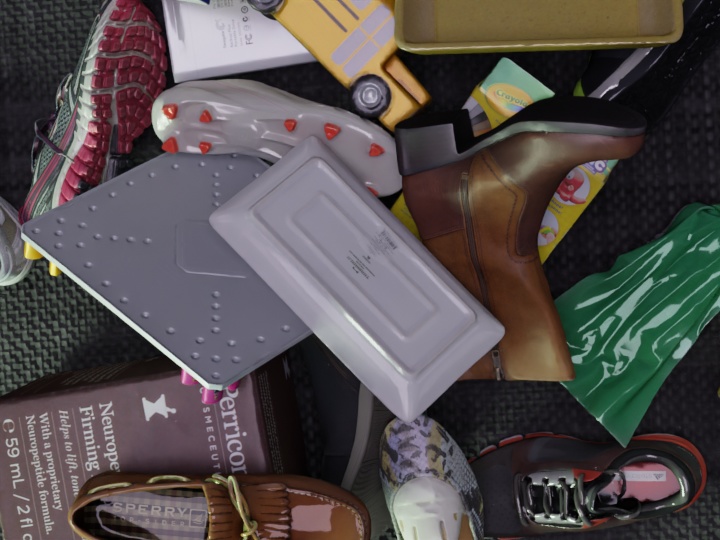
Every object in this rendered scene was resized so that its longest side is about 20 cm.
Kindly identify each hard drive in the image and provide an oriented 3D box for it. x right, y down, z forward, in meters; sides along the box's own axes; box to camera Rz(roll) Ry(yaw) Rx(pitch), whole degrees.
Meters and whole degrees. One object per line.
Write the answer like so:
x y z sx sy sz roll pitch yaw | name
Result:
-0.051 -0.221 1.414 0.198 0.027 0.133 -8 92 7 | hard drive

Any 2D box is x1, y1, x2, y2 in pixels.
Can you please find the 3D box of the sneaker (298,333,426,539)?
-0.006 0.103 1.414 0.106 0.074 0.201 36 125 43 | sneaker

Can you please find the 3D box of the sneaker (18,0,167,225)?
-0.207 -0.113 1.414 0.074 0.080 0.201 15 87 35 | sneaker

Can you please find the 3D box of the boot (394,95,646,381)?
0.121 -0.013 1.307 0.187 0.068 0.201 -6 107 20 | boot

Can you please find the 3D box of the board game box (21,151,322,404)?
-0.104 -0.007 1.334 0.200 0.200 0.026 36 134 25 | board game box

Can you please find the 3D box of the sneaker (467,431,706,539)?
0.154 0.158 1.384 0.199 0.082 0.078 -12 92 9 | sneaker

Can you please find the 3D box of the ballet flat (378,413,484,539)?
0.060 0.200 1.370 0.072 0.072 0.202 -12 115 7 | ballet flat

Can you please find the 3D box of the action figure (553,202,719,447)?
0.221 0.018 1.384 0.200 0.055 0.118 -44 87 0 | action figure

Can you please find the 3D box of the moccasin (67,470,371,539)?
-0.093 0.165 1.248 0.200 0.078 0.074 10 95 5 | moccasin

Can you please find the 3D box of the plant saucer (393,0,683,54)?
0.125 -0.230 1.349 0.198 0.049 0.201 -1 61 4 | plant saucer

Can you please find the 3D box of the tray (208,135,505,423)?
0.000 0.000 1.294 0.200 0.022 0.107 45 63 9 | tray

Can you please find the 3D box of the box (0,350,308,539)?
-0.148 0.150 1.375 0.198 0.164 0.167 -10 92 6 | box

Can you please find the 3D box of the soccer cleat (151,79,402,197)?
-0.055 -0.105 1.387 0.199 0.078 0.070 14 120 8 | soccer cleat

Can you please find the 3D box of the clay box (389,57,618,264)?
0.095 -0.050 1.367 0.115 0.048 0.200 38 115 3 | clay box

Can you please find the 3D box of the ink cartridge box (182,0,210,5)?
-0.137 -0.245 1.351 0.037 0.200 0.095 15 92 -37 | ink cartridge box

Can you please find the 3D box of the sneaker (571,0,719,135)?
0.204 -0.168 1.381 0.200 0.072 0.083 -48 53 11 | sneaker

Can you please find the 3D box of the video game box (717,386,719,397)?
0.317 0.018 1.310 0.047 0.182 0.201 29 95 7 | video game box

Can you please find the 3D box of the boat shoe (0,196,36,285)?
-0.332 -0.065 1.433 0.202 0.065 0.074 45 96 2 | boat shoe

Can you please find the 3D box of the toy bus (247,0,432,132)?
-0.022 -0.190 1.367 0.200 0.065 0.078 44 95 2 | toy bus
